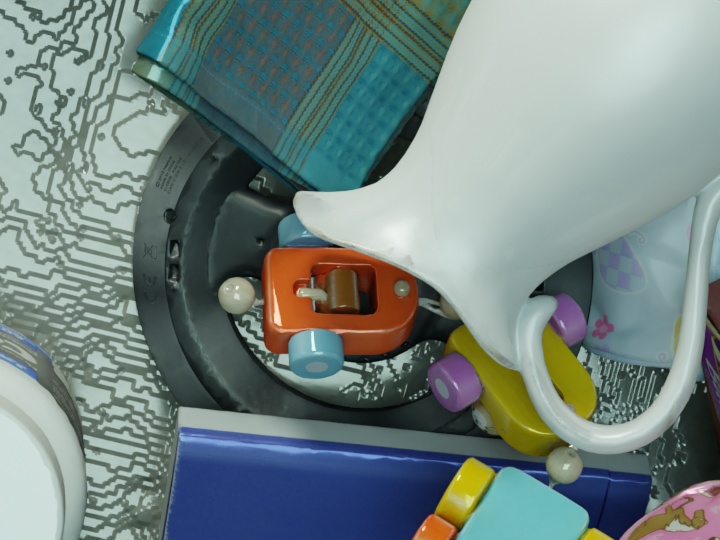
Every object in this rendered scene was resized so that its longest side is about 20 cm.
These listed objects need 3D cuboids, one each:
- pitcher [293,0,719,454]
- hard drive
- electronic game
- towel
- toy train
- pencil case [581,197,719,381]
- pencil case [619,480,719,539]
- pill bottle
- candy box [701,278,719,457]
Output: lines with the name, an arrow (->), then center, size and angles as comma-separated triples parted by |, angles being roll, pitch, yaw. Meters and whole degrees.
pitcher -> 0.100, -0.045, 1.003 | 0.172, 0.121, 0.200 | 41, 94, -1
hard drive -> 0.013, 0.125, 1.109 | 0.200, 0.025, 0.132 | 6, 125, -7
electronic game -> 0.000, 0.000, 1.105 | 0.200, 0.042, 0.200 | 2, 99, 9
towel -> 0.008, -0.128, 1.011 | 0.200, 0.022, 0.147 | -55, 140, 0
toy train -> 0.023, 0.072, 1.039 | 0.150, 0.056, 0.200 | -3, 60, -11
pencil case -> 0.141, -0.056, 1.103 | 0.083, 0.091, 0.200 | -3, 103, -41
pencil case -> 0.160, 0.178, 1.022 | 0.083, 0.087, 0.200 | -38, 121, -27
pill bottle -> -0.166, 0.082, 1.026 | 0.114, 0.200, 0.114 | -1, 94, -7
candy box -> 0.196, 0.103, 1.069 | 0.056, 0.117, 0.200 | -22, 131, -5
